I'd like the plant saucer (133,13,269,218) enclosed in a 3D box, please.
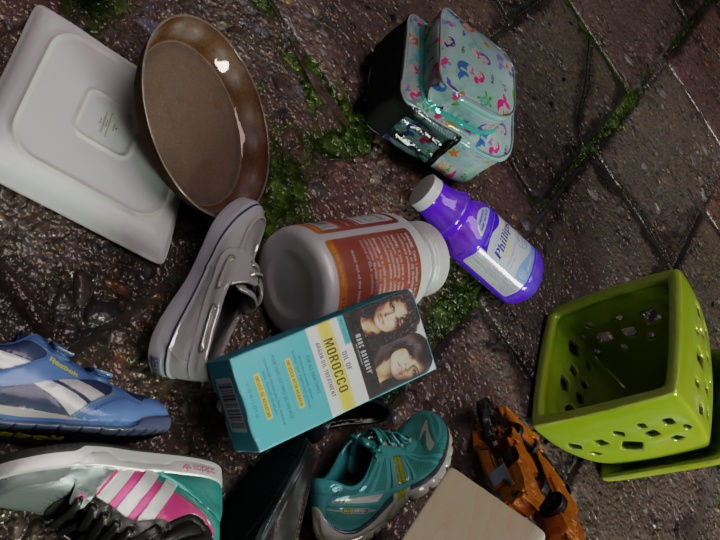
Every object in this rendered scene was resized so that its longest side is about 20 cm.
[{"bbox_3d":[-0.157,-0.146,0.839,0.200,0.034,0.202,33,52,-57],"label":"plant saucer"}]

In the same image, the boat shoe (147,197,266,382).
[{"bbox_3d":[-0.121,0.018,0.788,0.065,0.074,0.201,13,58,14],"label":"boat shoe"}]

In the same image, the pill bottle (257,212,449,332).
[{"bbox_3d":[0.000,0.000,0.892,0.199,0.112,0.113,-11,76,-45],"label":"pill bottle"}]

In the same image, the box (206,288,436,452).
[{"bbox_3d":[-0.029,0.084,0.756,0.199,0.049,0.083,-20,93,-35],"label":"box"}]

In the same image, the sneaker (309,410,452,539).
[{"bbox_3d":[0.024,0.187,0.828,0.200,0.077,0.080,-32,112,-47],"label":"sneaker"}]

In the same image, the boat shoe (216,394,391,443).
[{"bbox_3d":[-0.043,0.130,0.808,0.198,0.075,0.066,6,46,-51],"label":"boat shoe"}]

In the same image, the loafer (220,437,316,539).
[{"bbox_3d":[-0.084,0.238,0.728,0.072,0.072,0.201,47,54,-26],"label":"loafer"}]

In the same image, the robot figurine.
[{"bbox_3d":[0.174,0.220,0.928,0.145,0.058,0.200,44,12,-16],"label":"robot figurine"}]

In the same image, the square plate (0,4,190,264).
[{"bbox_3d":[-0.240,-0.133,0.799,0.197,0.028,0.201,30,51,-28],"label":"square plate"}]

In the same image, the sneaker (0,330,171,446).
[{"bbox_3d":[-0.235,0.090,0.656,0.199,0.074,0.083,19,55,-37],"label":"sneaker"}]

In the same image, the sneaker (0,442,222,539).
[{"bbox_3d":[-0.186,0.202,0.639,0.199,0.084,0.122,15,50,-39],"label":"sneaker"}]

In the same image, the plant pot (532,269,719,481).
[{"bbox_3d":[0.358,0.149,1.093,0.181,0.199,0.200,44,45,-25],"label":"plant pot"}]

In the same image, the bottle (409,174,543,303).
[{"bbox_3d":[0.147,-0.042,1.084,0.200,0.065,0.084,39,48,-21],"label":"bottle"}]

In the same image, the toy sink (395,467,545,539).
[{"bbox_3d":[0.060,0.300,0.775,0.112,0.201,0.130,32,43,14],"label":"toy sink"}]

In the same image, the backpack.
[{"bbox_3d":[0.116,-0.219,1.098,0.199,0.150,0.179,32,48,-33],"label":"backpack"}]
